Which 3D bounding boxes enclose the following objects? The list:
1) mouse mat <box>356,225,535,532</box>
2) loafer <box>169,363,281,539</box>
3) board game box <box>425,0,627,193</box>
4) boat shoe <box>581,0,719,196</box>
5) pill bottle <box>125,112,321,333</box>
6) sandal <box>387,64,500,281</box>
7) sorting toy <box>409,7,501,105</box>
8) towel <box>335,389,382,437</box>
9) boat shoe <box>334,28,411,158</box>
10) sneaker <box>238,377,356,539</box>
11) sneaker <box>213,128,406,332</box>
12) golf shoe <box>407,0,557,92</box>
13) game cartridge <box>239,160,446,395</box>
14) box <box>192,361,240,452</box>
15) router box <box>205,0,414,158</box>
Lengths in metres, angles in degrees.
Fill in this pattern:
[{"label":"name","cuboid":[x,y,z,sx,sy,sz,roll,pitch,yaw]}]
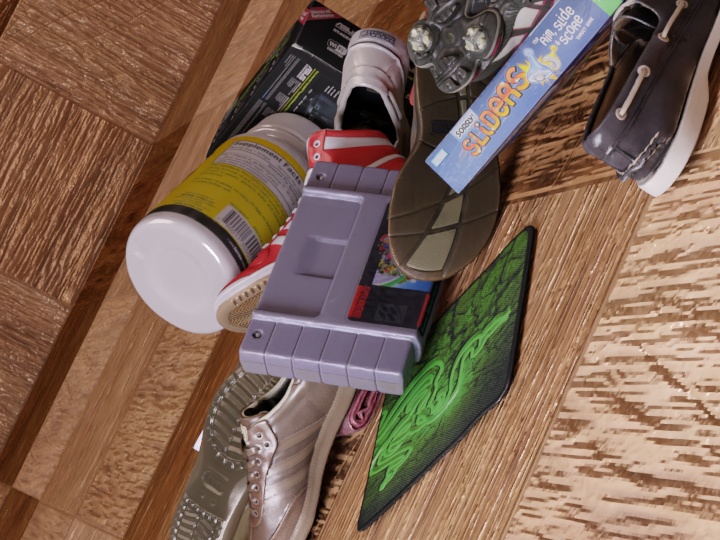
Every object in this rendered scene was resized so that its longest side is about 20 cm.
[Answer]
[{"label":"mouse mat","cuboid":[0.058,0.075,1.258,0.200,0.007,0.162,-50,19,43]},{"label":"loafer","cuboid":[-0.089,0.150,1.464,0.067,0.076,0.201,3,-60,-57]},{"label":"board game box","cuboid":[0.135,-0.151,1.246,0.200,0.034,0.135,-50,-4,40]},{"label":"boat shoe","cuboid":[0.178,-0.135,1.107,0.074,0.060,0.201,-47,20,56]},{"label":"pill bottle","cuboid":[-0.102,-0.046,1.562,0.114,0.114,0.200,-47,1,45]},{"label":"sandal","cuboid":[0.061,-0.081,1.357,0.055,0.081,0.202,101,173,-65]},{"label":"sorting toy","cuboid":[0.108,-0.207,1.468,0.201,0.069,0.199,-56,16,22]},{"label":"towel","cuboid":[-0.013,0.076,1.475,0.200,0.023,0.145,-32,35,66]},{"label":"boat shoe","cuboid":[0.010,-0.116,1.541,0.201,0.071,0.066,97,-172,-58]},{"label":"sneaker","cuboid":[-0.064,0.134,1.381,0.070,0.075,0.201,-134,62,-72]},{"label":"sneaker","cuboid":[-0.044,-0.037,1.473,0.199,0.071,0.113,-30,57,-2]},{"label":"golf shoe","cuboid":[0.117,-0.208,1.280,0.200,0.077,0.088,-42,-15,32]},{"label":"game cartridge","cuboid":[0.000,0.000,1.356,0.039,0.129,0.201,75,-154,-45]},{"label":"box","cuboid":[-0.074,0.067,1.602,0.201,0.038,0.137,-61,-1,7]},{"label":"router box","cuboid":[-0.030,-0.134,1.654,0.200,0.149,0.062,-44,20,50]}]
